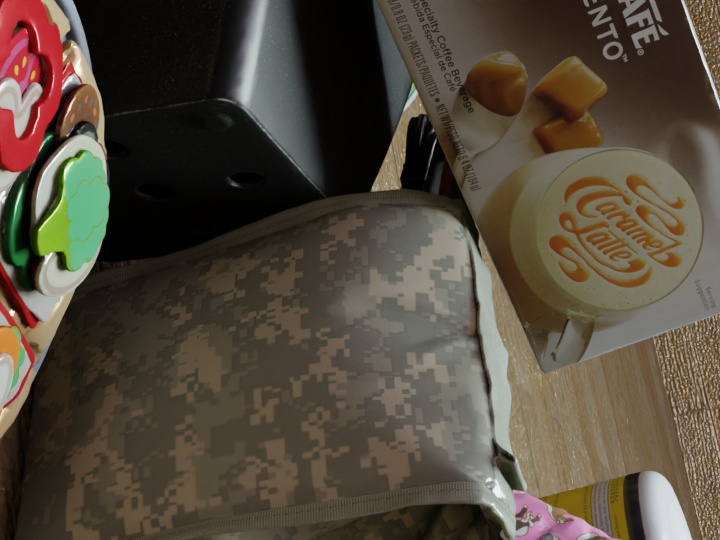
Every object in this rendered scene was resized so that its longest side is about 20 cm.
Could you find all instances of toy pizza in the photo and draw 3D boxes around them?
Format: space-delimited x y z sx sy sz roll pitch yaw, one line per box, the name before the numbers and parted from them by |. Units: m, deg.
toy pizza | -0.131 -0.010 0.572 0.200 0.031 0.202 14 90 -74

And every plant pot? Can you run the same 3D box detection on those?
plant pot | -0.082 -0.114 0.750 0.200 0.198 0.179 47 41 -59

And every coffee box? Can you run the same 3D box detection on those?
coffee box | 0.091 -0.071 0.721 0.080 0.114 0.201 -89 157 -60

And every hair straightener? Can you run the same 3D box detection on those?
hair straightener | 0.024 -0.021 0.813 0.077 0.041 0.202 15 -80 64

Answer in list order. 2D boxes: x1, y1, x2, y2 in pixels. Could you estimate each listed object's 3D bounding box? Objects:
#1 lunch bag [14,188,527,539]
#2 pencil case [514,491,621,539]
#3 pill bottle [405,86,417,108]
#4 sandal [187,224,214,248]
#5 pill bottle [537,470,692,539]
lunch bag | -0.029 0.067 0.705 0.165 0.199 0.118 -93 159 -44
pencil case | 0.046 0.128 0.888 0.083 0.199 0.087 -30 138 -37
pill bottle | -0.033 -0.156 1.088 0.200 0.112 0.114 14 61 -73
sandal | -0.073 0.010 0.885 0.200 0.045 0.076 36 48 -79
pill bottle | 0.100 0.196 1.027 0.112 0.198 0.113 -16 90 -75
